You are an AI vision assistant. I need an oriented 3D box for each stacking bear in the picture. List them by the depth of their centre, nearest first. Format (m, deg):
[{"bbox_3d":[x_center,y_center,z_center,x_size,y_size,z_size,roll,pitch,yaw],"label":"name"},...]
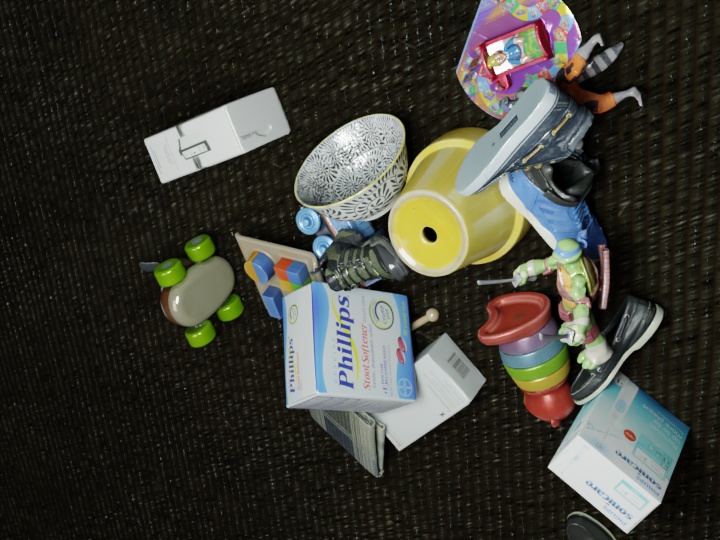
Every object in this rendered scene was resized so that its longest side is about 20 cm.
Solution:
[{"bbox_3d":[0.275,0.147,1.488,0.112,0.122,0.202,-14,114,27],"label":"stacking bear"}]

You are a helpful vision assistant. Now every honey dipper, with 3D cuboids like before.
[{"bbox_3d":[0.061,0.113,1.654,0.199,0.038,0.038,-35,92,36],"label":"honey dipper"}]

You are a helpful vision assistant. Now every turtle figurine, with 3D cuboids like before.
[{"bbox_3d":[0.267,0.057,1.332,0.143,0.201,0.195,14,147,42],"label":"turtle figurine"}]

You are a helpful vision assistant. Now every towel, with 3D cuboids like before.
[{"bbox_3d":[-0.029,0.267,1.733,0.192,0.034,0.201,38,154,28],"label":"towel"}]

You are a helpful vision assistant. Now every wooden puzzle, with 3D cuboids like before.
[{"bbox_3d":[-0.132,0.031,1.677,0.198,0.046,0.187,18,142,35],"label":"wooden puzzle"}]

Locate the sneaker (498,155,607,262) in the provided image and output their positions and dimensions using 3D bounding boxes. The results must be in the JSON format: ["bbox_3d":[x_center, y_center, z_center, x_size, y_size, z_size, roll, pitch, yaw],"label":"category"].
[{"bbox_3d":[0.297,-0.090,1.333,0.199,0.077,0.111,41,148,-15],"label":"sneaker"}]

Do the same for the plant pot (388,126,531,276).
[{"bbox_3d":[0.137,-0.087,1.404,0.198,0.189,0.204,15,121,26],"label":"plant pot"}]

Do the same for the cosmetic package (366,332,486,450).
[{"bbox_3d":[0.106,0.211,1.642,0.113,0.081,0.200,47,128,2],"label":"cosmetic package"}]

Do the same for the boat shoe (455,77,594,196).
[{"bbox_3d":[0.214,-0.155,1.258,0.090,0.071,0.200,25,130,-23],"label":"boat shoe"}]

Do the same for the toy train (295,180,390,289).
[{"bbox_3d":[-0.022,-0.059,1.592,0.113,0.087,0.202,-27,95,30],"label":"toy train"}]

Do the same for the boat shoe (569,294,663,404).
[{"bbox_3d":[0.362,0.115,1.420,0.066,0.075,0.200,31,123,-6],"label":"boat shoe"}]

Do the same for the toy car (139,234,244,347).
[{"bbox_3d":[-0.347,0.033,1.815,0.198,0.158,0.166,4,126,43],"label":"toy car"}]

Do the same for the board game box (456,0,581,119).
[{"bbox_3d":[0.214,-0.300,1.341,0.157,0.039,0.202,31,127,16],"label":"board game box"}]

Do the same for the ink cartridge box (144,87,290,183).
[{"bbox_3d":[-0.239,-0.228,1.604,0.198,0.146,0.085,-14,103,36],"label":"ink cartridge box"}]

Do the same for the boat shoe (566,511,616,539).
[{"bbox_3d":[0.406,0.501,1.607,0.073,0.063,0.203,-27,96,41],"label":"boat shoe"}]

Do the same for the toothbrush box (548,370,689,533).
[{"bbox_3d":[0.385,0.262,1.411,0.146,0.200,0.086,40,129,10],"label":"toothbrush box"}]

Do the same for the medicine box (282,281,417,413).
[{"bbox_3d":[-0.020,0.129,1.557,0.102,0.198,0.185,-26,61,49],"label":"medicine box"}]

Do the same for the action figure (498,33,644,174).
[{"bbox_3d":[0.289,-0.222,1.312,0.192,0.106,0.199,-23,136,35],"label":"action figure"}]

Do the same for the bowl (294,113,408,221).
[{"bbox_3d":[0.003,-0.141,1.490,0.198,0.202,0.095,-8,135,35],"label":"bowl"}]

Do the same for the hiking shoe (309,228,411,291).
[{"bbox_3d":[0.000,0.000,1.457,0.076,0.101,0.199,49,164,-26],"label":"hiking shoe"}]
